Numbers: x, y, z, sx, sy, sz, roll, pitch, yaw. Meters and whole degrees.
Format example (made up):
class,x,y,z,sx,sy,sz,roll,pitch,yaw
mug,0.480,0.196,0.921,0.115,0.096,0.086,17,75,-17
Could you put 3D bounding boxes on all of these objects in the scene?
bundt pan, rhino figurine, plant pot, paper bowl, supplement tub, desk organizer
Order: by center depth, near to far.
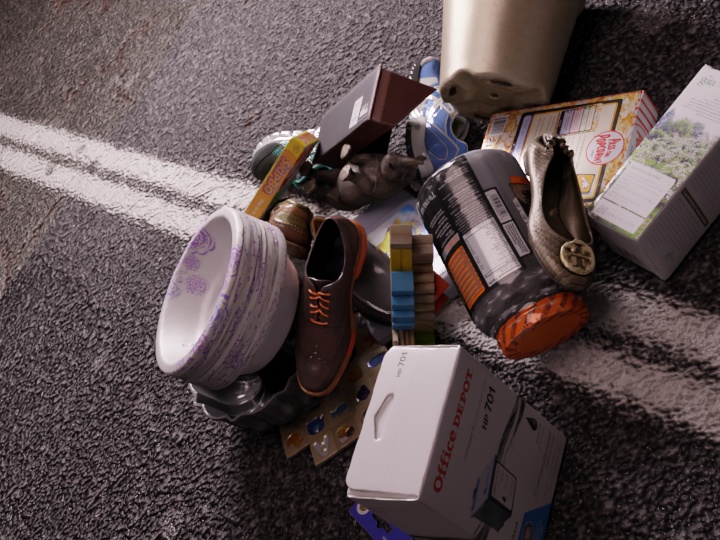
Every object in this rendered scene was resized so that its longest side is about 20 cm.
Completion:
class,x,y,z,sx,sy,sz,roll,pitch,yaw
supplement tub,0.149,-0.017,1.106,0.122,0.122,0.200,-33,63,17
paper bowl,-0.145,0.038,1.212,0.201,0.104,0.201,-41,38,42
plant pot,0.174,-0.285,1.284,0.200,0.200,0.184,-2,69,41
bundt pan,-0.108,0.105,1.290,0.201,0.076,0.202,-24,46,27
rhino figurine,0.012,-0.116,1.302,0.200,0.087,0.060,-11,62,52
desk organizer,0.014,-0.178,1.320,0.200,0.077,0.072,156,129,-66

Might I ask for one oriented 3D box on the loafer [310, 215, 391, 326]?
class,x,y,z,sx,sy,sz,roll,pitch,yaw
loafer,0.000,0.000,1.231,0.073,0.072,0.200,-48,42,-5

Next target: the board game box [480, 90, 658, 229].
class,x,y,z,sx,sy,sz,roll,pitch,yaw
board game box,0.221,-0.118,1.204,0.200,0.046,0.152,-2,59,41

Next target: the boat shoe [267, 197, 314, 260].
class,x,y,z,sx,sy,sz,roll,pitch,yaw
boat shoe,-0.085,-0.054,1.355,0.200,0.072,0.068,-158,88,-81

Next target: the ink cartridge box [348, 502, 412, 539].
class,x,y,z,sx,sy,sz,roll,pitch,yaw
ink cartridge box,0.066,0.194,1.112,0.200,0.037,0.095,-52,40,-1

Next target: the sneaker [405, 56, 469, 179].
class,x,y,z,sx,sy,sz,roll,pitch,yaw
sneaker,0.100,-0.197,1.368,0.077,0.076,0.201,-7,53,11

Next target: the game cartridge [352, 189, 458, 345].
class,x,y,z,sx,sy,sz,roll,pitch,yaw
game cartridge,0.042,-0.015,1.290,0.133,0.040,0.200,-35,42,7

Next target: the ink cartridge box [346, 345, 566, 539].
class,x,y,z,sx,sy,sz,roll,pitch,yaw
ink cartridge box,0.093,0.176,0.972,0.086,0.200,0.147,-3,58,40

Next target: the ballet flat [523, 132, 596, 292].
class,x,y,z,sx,sy,sz,roll,pitch,yaw
ballet flat,0.200,-0.065,1.058,0.046,0.067,0.200,-52,28,42

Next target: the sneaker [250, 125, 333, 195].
class,x,y,z,sx,sy,sz,roll,pitch,yaw
sneaker,-0.079,-0.143,1.472,0.200,0.078,0.092,-11,57,38

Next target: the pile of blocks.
class,x,y,z,sx,sy,sz,roll,pitch,yaw
pile of blocks,0.063,0.049,1.117,0.062,0.201,0.082,-2,25,1

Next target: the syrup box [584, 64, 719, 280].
class,x,y,z,sx,sy,sz,roll,pitch,yaw
syrup box,0.327,-0.100,1.070,0.200,0.081,0.079,-50,40,-2

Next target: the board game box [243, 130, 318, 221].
class,x,y,z,sx,sy,sz,roll,pitch,yaw
board game box,-0.123,-0.086,1.364,0.200,0.030,0.096,-53,1,15

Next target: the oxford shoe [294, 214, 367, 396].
class,x,y,z,sx,sy,sz,roll,pitch,yaw
oxford shoe,-0.044,0.037,1.165,0.071,0.073,0.201,6,85,18

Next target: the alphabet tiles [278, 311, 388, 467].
class,x,y,z,sx,sy,sz,roll,pitch,yaw
alphabet tiles,-0.036,0.131,1.271,0.166,0.006,0.200,-36,42,14
